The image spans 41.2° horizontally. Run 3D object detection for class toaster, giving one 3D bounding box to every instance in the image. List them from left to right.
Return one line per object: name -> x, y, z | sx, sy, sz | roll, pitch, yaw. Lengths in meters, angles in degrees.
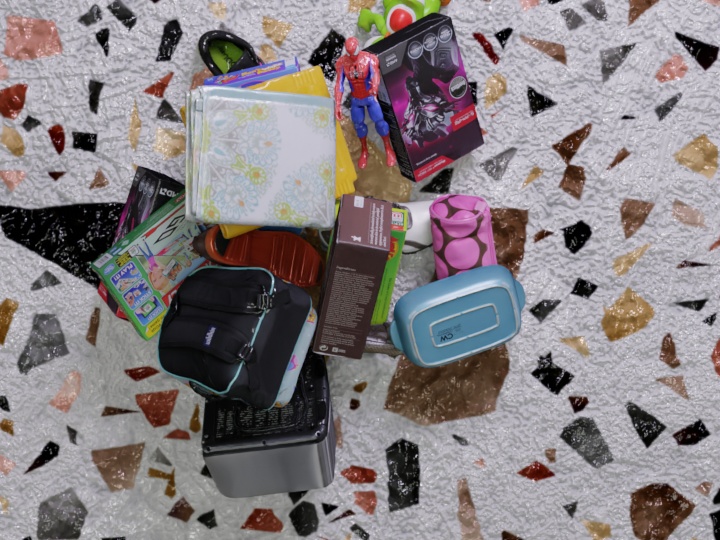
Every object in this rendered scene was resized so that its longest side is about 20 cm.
toaster -> -0.119, 0.206, 1.345 | 0.198, 0.182, 0.119 | -7, 130, 1

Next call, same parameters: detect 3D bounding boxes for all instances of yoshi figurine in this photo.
yoshi figurine -> 0.051, -0.328, 1.364 | 0.112, 0.112, 0.201 | 35, 78, -42

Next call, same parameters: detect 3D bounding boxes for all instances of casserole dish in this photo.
casserole dish -> 0.139, 0.069, 1.320 | 0.198, 0.039, 0.122 | -18, 113, -3

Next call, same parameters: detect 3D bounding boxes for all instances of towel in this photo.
towel -> -0.125, -0.142, 1.212 | 0.198, 0.048, 0.173 | 1, 91, -22

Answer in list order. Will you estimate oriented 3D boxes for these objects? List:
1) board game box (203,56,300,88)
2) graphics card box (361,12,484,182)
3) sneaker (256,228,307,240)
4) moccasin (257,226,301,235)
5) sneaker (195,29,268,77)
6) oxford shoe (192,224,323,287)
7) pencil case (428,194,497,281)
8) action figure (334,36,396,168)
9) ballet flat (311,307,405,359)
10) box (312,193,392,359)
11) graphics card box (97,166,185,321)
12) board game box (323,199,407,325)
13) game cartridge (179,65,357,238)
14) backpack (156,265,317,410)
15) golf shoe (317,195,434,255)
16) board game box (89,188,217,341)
board game box -> -0.128, -0.184, 1.349 | 0.133, 0.045, 0.201 | -13, 120, 1
graphics card box -> 0.090, -0.237, 1.322 | 0.125, 0.051, 0.201 | -29, 121, -15
sneaker -> -0.159, 0.001, 1.399 | 0.199, 0.078, 0.077 | -35, 123, -2
moccasin -> -0.146, -0.127, 1.317 | 0.080, 0.068, 0.201 | -33, 119, 4
sneaker -> -0.156, -0.273, 1.359 | 0.200, 0.087, 0.074 | 40, 94, -3
oxford shoe -> -0.138, -0.023, 1.322 | 0.199, 0.072, 0.072 | 21, 75, -37
pencil case -> 0.155, -0.007, 1.357 | 0.093, 0.091, 0.202 | 5, 121, 35
action figure -> 0.004, -0.204, 1.252 | 0.065, 0.099, 0.201 | -4, 133, 12
ballet flat -> -0.019, 0.094, 1.358 | 0.198, 0.068, 0.047 | 7, 132, -9
box -> -0.012, 0.011, 1.262 | 0.074, 0.101, 0.201 | 9, 131, -3
graphics card box -> -0.309, -0.039, 1.355 | 0.051, 0.125, 0.202 | 17, 96, -29
board game box -> 0.000, 0.000, 1.348 | 0.101, 0.048, 0.201 | 8, 131, -3
game cartridge -> -0.115, -0.157, 1.254 | 0.199, 0.032, 0.178 | -22, 97, -19
backpack -> -0.166, 0.086, 1.258 | 0.199, 0.153, 0.177 | 8, 74, 37
golf shoe -> 0.037, -0.066, 1.367 | 0.198, 0.095, 0.078 | -12, 70, 0
board game box -> -0.250, -0.018, 1.297 | 0.200, 0.029, 0.135 | -43, 129, -20
